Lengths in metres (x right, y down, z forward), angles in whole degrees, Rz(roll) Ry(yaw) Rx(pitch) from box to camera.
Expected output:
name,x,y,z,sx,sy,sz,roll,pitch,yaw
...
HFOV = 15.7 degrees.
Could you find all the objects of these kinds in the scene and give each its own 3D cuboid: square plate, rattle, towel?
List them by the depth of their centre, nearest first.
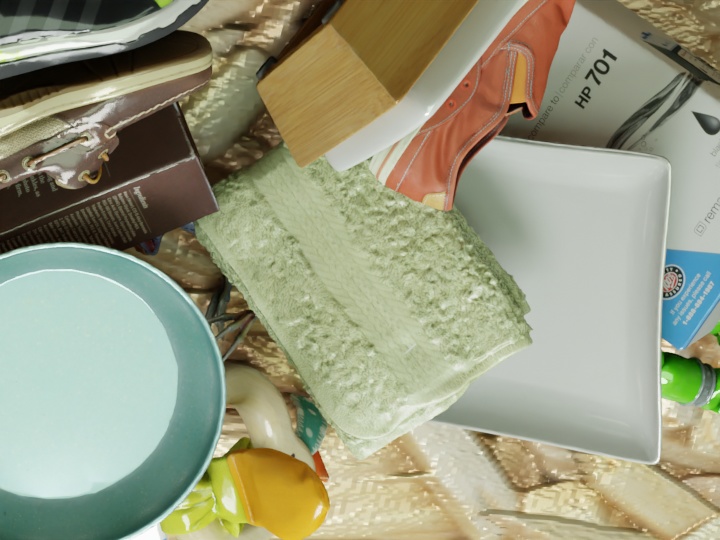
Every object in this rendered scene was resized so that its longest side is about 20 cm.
name,x,y,z,sx,sy,sz,roll,pitch,yaw
towel,0.000,0.000,1.605,0.148,0.036,0.200,-37,83,9
square plate,0.100,0.009,1.620,0.197,0.028,0.201,9,112,25
rattle,-0.031,0.120,1.669,0.143,0.131,0.200,-19,162,32

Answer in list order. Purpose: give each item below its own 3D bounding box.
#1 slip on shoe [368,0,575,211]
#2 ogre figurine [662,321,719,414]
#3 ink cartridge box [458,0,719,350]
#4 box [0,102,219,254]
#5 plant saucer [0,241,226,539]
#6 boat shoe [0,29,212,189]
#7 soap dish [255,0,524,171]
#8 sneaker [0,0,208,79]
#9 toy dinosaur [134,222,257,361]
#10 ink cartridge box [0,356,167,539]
name,x,y,z,sx,sy,sz,roll,pitch,yaw
slip on shoe,0.088,-0.119,1.562,0.061,0.074,0.200,39,86,6
ogre figurine,0.214,0.004,1.743,0.120,0.098,0.200,-5,131,-24
ink cartridge box,0.169,-0.068,1.637,0.200,0.086,0.147,36,108,11
box,-0.198,-0.053,1.596,0.199,0.100,0.075,-23,149,0
plant saucer,-0.181,0.074,1.570,0.199,0.036,0.201,-4,109,-11
boat shoe,-0.177,-0.083,1.532,0.199,0.072,0.072,-21,119,-5
soap dish,0.023,-0.146,1.502,0.081,0.200,0.158,40,73,-8
sneaker,-0.178,-0.165,1.490,0.199,0.072,0.083,-18,118,-12
toy dinosaur,-0.057,-0.010,1.700,0.181,0.105,0.200,45,67,-20
ink cartridge box,-0.201,0.102,1.673,0.128,0.125,0.201,-10,119,-9
